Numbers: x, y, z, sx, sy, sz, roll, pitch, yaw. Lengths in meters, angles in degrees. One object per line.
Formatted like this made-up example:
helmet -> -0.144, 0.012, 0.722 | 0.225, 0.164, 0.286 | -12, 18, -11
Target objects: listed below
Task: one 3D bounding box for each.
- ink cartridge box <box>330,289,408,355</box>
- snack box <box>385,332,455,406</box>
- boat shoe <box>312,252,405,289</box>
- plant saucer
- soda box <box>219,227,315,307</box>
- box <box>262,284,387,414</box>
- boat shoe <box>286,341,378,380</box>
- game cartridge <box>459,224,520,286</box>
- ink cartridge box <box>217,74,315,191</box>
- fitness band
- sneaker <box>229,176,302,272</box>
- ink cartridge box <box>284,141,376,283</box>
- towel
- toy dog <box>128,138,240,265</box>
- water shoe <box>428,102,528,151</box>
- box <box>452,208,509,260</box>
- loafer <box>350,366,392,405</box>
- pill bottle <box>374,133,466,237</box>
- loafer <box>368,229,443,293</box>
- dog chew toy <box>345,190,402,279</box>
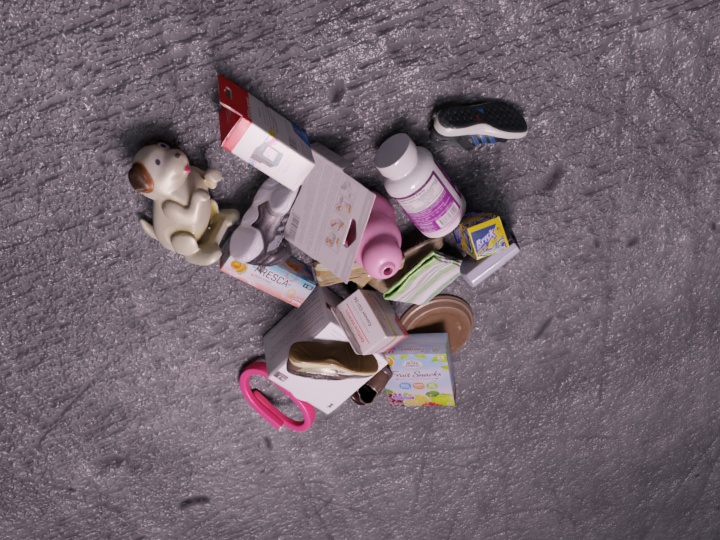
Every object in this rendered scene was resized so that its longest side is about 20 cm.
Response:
ink cartridge box -> 0.021, 0.107, 1.471 | 0.067, 0.118, 0.199 | -36, 166, 16
snack box -> 0.134, 0.236, 1.654 | 0.163, 0.069, 0.203 | -3, 134, 14
boat shoe -> 0.000, 0.000, 1.443 | 0.194, 0.072, 0.078 | -3, 110, 19
plant saucer -> 0.178, 0.144, 1.662 | 0.194, 0.030, 0.204 | -8, 129, -10
soda box -> -0.188, -0.004, 1.423 | 0.197, 0.064, 0.069 | 28, 116, -32
box -> -0.079, 0.176, 1.547 | 0.199, 0.132, 0.198 | -41, 127, 17
boat shoe -> -0.059, 0.190, 1.439 | 0.194, 0.075, 0.065 | 13, 134, -20
game cartridge -> 0.264, -0.030, 1.453 | 0.133, 0.200, 0.042 | -43, 93, 16
ink cartridge box -> -0.178, -0.237, 1.213 | 0.197, 0.118, 0.067 | 30, 116, -31
fitness band -> -0.192, 0.293, 1.609 | 0.199, 0.038, 0.144 | 40, 135, -1
sneaker -> -0.160, -0.091, 1.327 | 0.202, 0.075, 0.114 | -55, 149, -3
ink cartridge box -> -0.053, -0.107, 1.321 | 0.044, 0.174, 0.204 | -28, 147, -49
towel -> 0.141, 0.024, 1.493 | 0.149, 0.031, 0.199 | -43, 159, 17
toy dog -> -0.328, -0.137, 1.255 | 0.189, 0.141, 0.203 | 7, 138, 27
water shoe -> 0.223, -0.272, 1.345 | 0.194, 0.074, 0.079 | 0, 155, -17
box -> 0.231, -0.076, 1.396 | 0.068, 0.200, 0.066 | -20, 99, 0
loafer -> 0.009, 0.275, 1.644 | 0.072, 0.072, 0.201 | 35, 148, 3
pill bottle -> 0.112, -0.164, 1.353 | 0.111, 0.114, 0.200 | -35, 127, 13
loafer -> 0.096, -0.021, 1.479 | 0.197, 0.077, 0.068 | -29, 113, 21
dog chew toy -> 0.024, -0.062, 1.346 | 0.121, 0.202, 0.127 | -11, 133, -12
